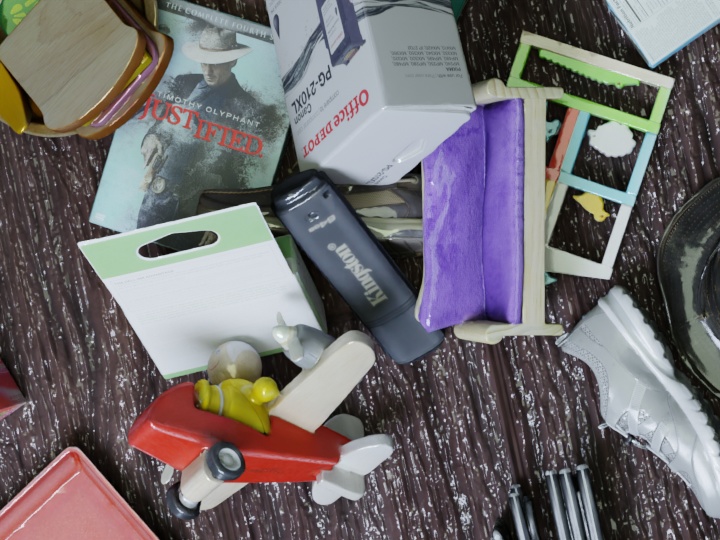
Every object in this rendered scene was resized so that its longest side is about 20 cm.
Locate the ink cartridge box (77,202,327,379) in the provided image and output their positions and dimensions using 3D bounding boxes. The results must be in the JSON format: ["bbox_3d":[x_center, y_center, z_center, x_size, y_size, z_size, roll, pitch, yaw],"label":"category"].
[{"bbox_3d":[-0.120,0.004,1.339,0.145,0.200,0.048,-13,52,8],"label":"ink cartridge box"}]

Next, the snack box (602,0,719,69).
[{"bbox_3d":[0.223,-0.276,1.361,0.116,0.037,0.200,-34,86,8],"label":"snack box"}]

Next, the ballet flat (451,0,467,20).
[{"bbox_3d":[0.071,-0.255,1.363,0.200,0.068,0.067,-55,47,11],"label":"ballet flat"}]

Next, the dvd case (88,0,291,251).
[{"bbox_3d":[-0.132,-0.115,1.421,0.145,0.022,0.201,18,93,7],"label":"dvd case"}]

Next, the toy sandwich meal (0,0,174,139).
[{"bbox_3d":[-0.255,-0.198,1.400,0.204,0.070,0.206,0,89,15],"label":"toy sandwich meal"}]

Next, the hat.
[{"bbox_3d":[0.329,0.013,1.327,0.199,0.081,0.202,0,87,2],"label":"hat"}]

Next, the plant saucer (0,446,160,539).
[{"bbox_3d":[-0.242,0.283,1.436,0.200,0.037,0.200,-43,85,6],"label":"plant saucer"}]

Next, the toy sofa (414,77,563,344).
[{"bbox_3d":[0.099,-0.045,1.324,0.097,0.083,0.201,0,91,-16],"label":"toy sofa"}]

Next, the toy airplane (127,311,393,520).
[{"bbox_3d":[-0.074,0.118,1.353,0.199,0.199,0.142,-21,62,-2],"label":"toy airplane"}]

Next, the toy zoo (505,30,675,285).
[{"bbox_3d":[0.162,-0.078,1.382,0.131,0.020,0.201,19,93,7],"label":"toy zoo"}]

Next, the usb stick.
[{"bbox_3d":[0.000,0.000,1.345,0.055,0.033,0.200,-25,125,20],"label":"usb stick"}]

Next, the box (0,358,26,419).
[{"bbox_3d":[-0.362,0.097,1.366,0.094,0.200,0.103,-32,86,9],"label":"box"}]

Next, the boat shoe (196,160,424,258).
[{"bbox_3d":[-0.033,-0.054,1.385,0.199,0.075,0.074,5,75,-8],"label":"boat shoe"}]

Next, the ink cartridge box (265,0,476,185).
[{"bbox_3d":[0.001,-0.183,1.310,0.084,0.145,0.201,-3,71,-29],"label":"ink cartridge box"}]

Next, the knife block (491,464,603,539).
[{"bbox_3d":[0.184,0.260,1.363,0.200,0.064,0.176,33,96,6],"label":"knife block"}]

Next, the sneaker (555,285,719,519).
[{"bbox_3d":[0.232,0.114,1.358,0.082,0.075,0.201,-34,75,14],"label":"sneaker"}]
